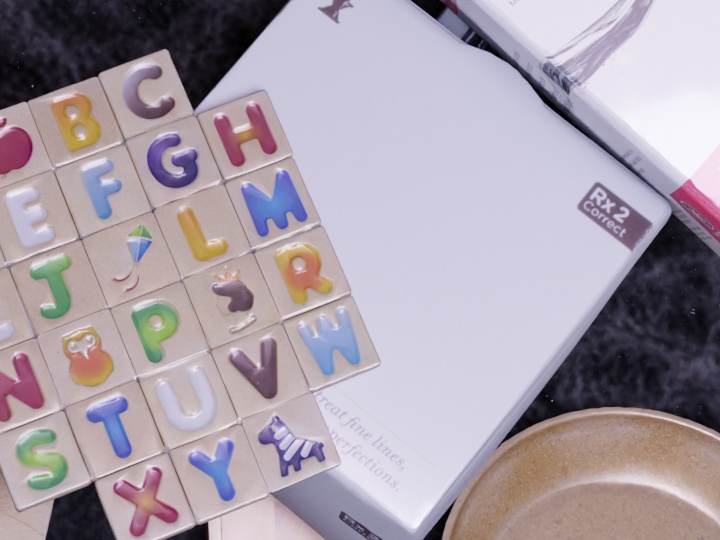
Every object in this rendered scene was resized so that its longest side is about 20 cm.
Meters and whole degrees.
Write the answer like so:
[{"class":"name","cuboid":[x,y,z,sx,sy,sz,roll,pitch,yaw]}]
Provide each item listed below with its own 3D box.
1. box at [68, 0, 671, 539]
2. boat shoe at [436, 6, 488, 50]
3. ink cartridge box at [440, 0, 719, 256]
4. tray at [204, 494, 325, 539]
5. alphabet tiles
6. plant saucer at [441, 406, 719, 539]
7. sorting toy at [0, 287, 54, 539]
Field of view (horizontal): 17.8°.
[{"class":"box","cuboid":[0.000,0.000,1.062,0.199,0.131,0.200,38,72,7]},{"class":"boat shoe","cuboid":[0.130,-0.160,1.151,0.200,0.071,0.091,-44,91,-11]},{"class":"ink cartridge box","cuboid":[0.124,-0.101,1.030,0.200,0.145,0.084,42,92,3]},{"class":"tray","cuboid":[-0.023,0.179,1.108,0.098,0.037,0.201,-2,84,-8]},{"class":"alphabet tiles","cuboid":[-0.092,0.010,0.977,0.166,0.006,0.201,-21,76,-10]},{"class":"plant saucer","cuboid":[0.131,0.163,1.104,0.199,0.035,0.201,5,59,-8]},{"class":"sorting toy","cuboid":[-0.239,0.087,1.012,0.199,0.070,0.200,12,97,-17]}]
